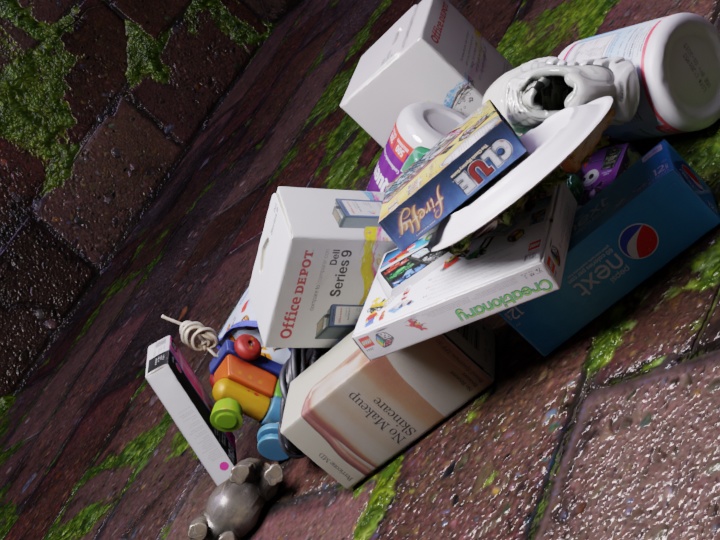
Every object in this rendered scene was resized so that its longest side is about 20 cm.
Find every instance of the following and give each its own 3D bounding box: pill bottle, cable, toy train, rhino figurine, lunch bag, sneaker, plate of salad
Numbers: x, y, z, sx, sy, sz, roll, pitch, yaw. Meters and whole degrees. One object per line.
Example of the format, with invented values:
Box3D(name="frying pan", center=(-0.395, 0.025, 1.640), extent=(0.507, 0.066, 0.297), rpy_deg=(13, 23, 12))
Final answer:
Box3D(name="pill bottle", center=(0.064, -0.089, 1.489), extent=(0.113, 0.112, 0.201), rpy_deg=(-77, 10, -57))
Box3D(name="cable", center=(-0.056, 0.118, 1.391), extent=(0.164, 0.050, 0.201), rpy_deg=(99, -173, -57))
Box3D(name="toy train", center=(-0.153, 0.135, 1.461), extent=(0.085, 0.199, 0.116), rpy_deg=(-52, 19, 35))
Box3D(name="rhino figurine", center=(-0.157, 0.284, 1.377), extent=(0.200, 0.060, 0.087), rpy_deg=(-52, -2, -8))
Box3D(name="lunch bag", center=(-0.080, 0.041, 1.593), extent=(0.171, 0.123, 0.200), rpy_deg=(-58, 5, -24))
Box3D(name="pill bottle", center=(0.256, -0.181, 1.245), extent=(0.109, 0.109, 0.199), rpy_deg=(-55, 24, -21))
Box3D(name="sneaker", center=(0.172, -0.168, 1.207), extent=(0.081, 0.076, 0.199), rpy_deg=(-8, 5, -31))
Box3D(name="plate of salad", center=(0.139, -0.075, 1.074), extent=(0.200, 0.048, 0.200), rpy_deg=(-40, 8, 7))

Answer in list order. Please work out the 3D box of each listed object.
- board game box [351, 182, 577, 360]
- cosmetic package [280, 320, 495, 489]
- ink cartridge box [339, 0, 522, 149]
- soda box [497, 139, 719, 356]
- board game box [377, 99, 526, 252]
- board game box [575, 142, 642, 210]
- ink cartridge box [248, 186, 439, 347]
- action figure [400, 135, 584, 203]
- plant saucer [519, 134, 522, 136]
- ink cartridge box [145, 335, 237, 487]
Box3D(name="board game box", center=(0.092, -0.001, 1.124), extent=(0.199, 0.035, 0.127), rpy_deg=(-23, 27, 32))
Box3D(name="cosmetic package", center=(0.027, 0.109, 1.235), extent=(0.200, 0.103, 0.087), rpy_deg=(-41, 19, 26))
Box3D(name="ink cartridge box", center=(0.102, -0.209, 1.564), extent=(0.144, 0.200, 0.148), rpy_deg=(-37, 20, 31))
Box3D(name="soda box", center=(0.212, -0.017, 1.106), extent=(0.200, 0.068, 0.064), rpy_deg=(-41, 17, 25))
Box3D(name="board game box", center=(0.080, -0.090, 1.140), extent=(0.135, 0.035, 0.200), rpy_deg=(-39, 8, 11))
Box3D(name="board game box", center=(0.182, -0.056, 1.266), extent=(0.199, 0.032, 0.121), rpy_deg=(-10, 45, 52))
Box3D(name="ink cartridge box", center=(0.000, 0.000, 1.280), extent=(0.088, 0.198, 0.146), rpy_deg=(-110, 30, -48))
Box3D(name="action figure", center=(0.147, -0.098, 1.265), extent=(0.118, 0.055, 0.199), rpy_deg=(-36, 33, -23))
Box3D(name="plant saucer", center=(0.189, -0.102, 1.407), extent=(0.200, 0.032, 0.201), rpy_deg=(-43, 19, 18))
Box3D(name="ink cartridge box", center=(-0.184, 0.177, 1.467), extent=(0.037, 0.201, 0.095), rpy_deg=(-27, 18, 1))
